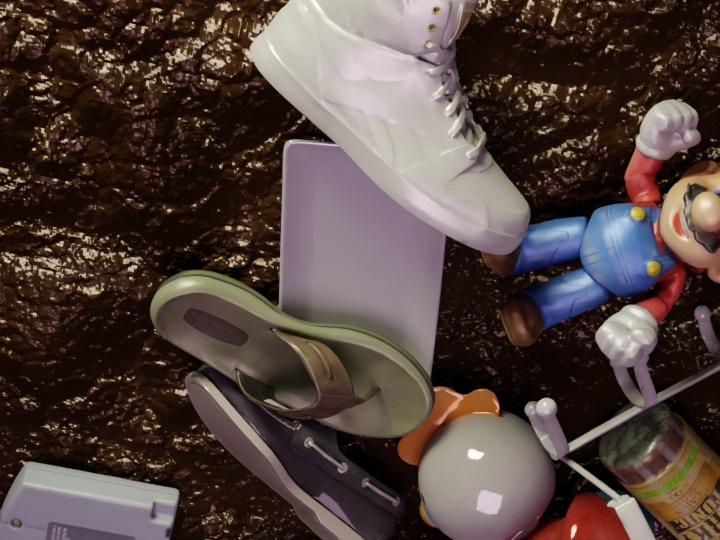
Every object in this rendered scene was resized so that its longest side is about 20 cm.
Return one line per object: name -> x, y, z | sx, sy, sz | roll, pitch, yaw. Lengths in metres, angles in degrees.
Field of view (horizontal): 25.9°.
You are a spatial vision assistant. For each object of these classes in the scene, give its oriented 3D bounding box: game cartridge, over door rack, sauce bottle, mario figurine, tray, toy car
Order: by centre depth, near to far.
over door rack -> 0.190, 0.082, 0.960 | 0.147, 0.200, 0.067 | -29, 105, -3
mario figurine -> 0.173, -0.023, 0.960 | 0.199, 0.106, 0.124 | -20, 119, 13
tray -> 0.000, 0.000, 1.031 | 0.107, 0.022, 0.201 | 3, 124, -2
toy car -> 0.086, 0.174, 1.086 | 0.177, 0.184, 0.201 | -35, 89, 23
sauce bottle -> 0.252, 0.171, 1.117 | 0.065, 0.065, 0.200 | -37, 116, 23
game cartridge -> -0.217, 0.231, 1.186 | 0.132, 0.042, 0.201 | 14, 124, -3

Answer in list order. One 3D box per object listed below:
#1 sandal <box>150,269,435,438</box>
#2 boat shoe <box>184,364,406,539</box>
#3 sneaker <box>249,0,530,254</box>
sandal -> -0.047, 0.067, 1.030 | 0.200, 0.057, 0.080 | 22, 122, -13
boat shoe -> -0.043, 0.127, 1.110 | 0.200, 0.073, 0.063 | 48, 70, -20
sneaker -> 0.044, -0.106, 0.911 | 0.200, 0.074, 0.116 | 39, 117, -6
